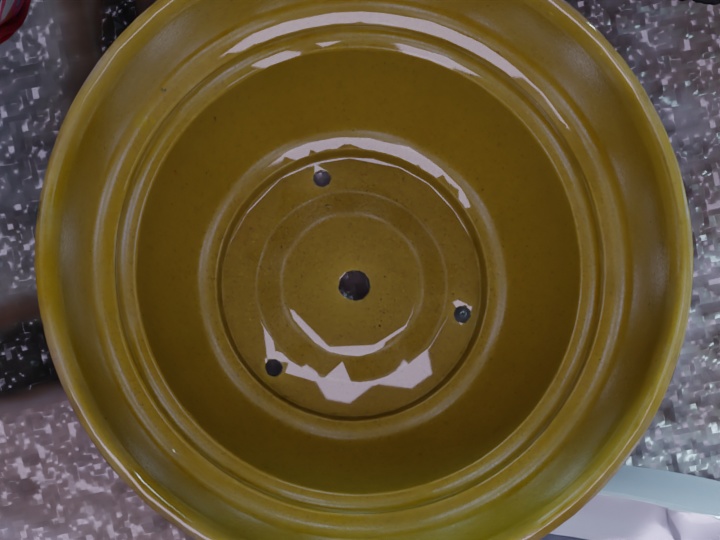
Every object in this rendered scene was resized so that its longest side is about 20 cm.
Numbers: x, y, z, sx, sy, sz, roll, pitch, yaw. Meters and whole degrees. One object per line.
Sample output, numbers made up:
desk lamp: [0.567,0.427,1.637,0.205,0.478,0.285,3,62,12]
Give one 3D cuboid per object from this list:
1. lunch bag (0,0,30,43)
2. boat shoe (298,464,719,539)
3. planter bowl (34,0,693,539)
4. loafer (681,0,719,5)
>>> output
lunch bag: [-0.127,-0.128,0.762,0.082,0.200,0.177,12,100,-4]
boat shoe: [0.061,0.101,0.870,0.199,0.072,0.068,4,96,-2]
planter bowl: [0.000,0.000,0.831,0.200,0.083,0.201,0,83,-3]
loafer: [0.083,-0.125,0.838,0.199,0.073,0.072,4,100,-4]
